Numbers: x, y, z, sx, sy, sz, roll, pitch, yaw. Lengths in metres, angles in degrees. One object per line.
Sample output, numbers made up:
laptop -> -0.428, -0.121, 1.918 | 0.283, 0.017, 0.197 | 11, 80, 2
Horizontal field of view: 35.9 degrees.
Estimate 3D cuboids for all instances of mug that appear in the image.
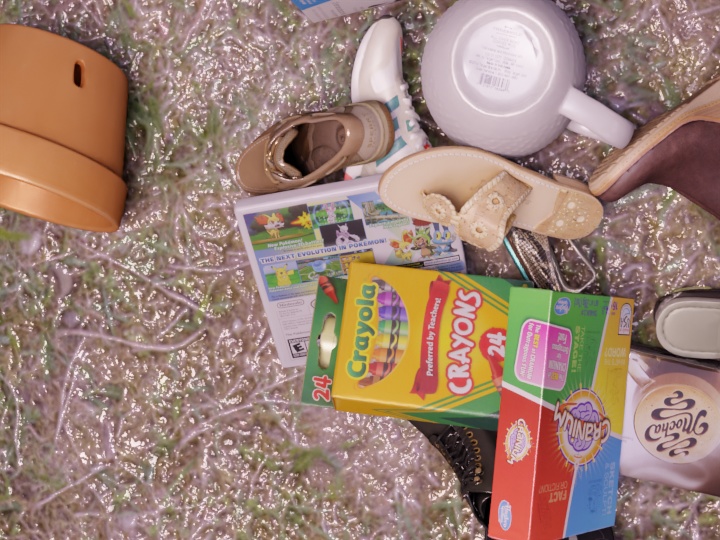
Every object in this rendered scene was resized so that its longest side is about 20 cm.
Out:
mug -> 0.146, -0.161, 0.965 | 0.198, 0.175, 0.149 | 28, 98, 4

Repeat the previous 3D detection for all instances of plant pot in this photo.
plant pot -> -0.299, -0.134, 1.030 | 0.197, 0.200, 0.142 | 15, 80, 6

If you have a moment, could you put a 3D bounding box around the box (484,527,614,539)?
box -> 0.167, 0.292, 0.985 | 0.120, 0.200, 0.108 | 1, 99, 7

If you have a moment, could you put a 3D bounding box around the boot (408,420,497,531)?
boot -> 0.090, 0.158, 1.012 | 0.198, 0.138, 0.078 | 31, 113, 5

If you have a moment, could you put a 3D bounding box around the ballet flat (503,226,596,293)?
ballet flat -> 0.187, 0.025, 1.032 | 0.074, 0.068, 0.203 | -19, 88, 6

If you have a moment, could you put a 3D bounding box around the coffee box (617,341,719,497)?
coffee box -> 0.327, 0.143, 1.014 | 0.197, 0.080, 0.115 | 13, 95, 7

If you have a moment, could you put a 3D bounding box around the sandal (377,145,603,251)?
sandal -> 0.122, -0.049, 0.951 | 0.208, 0.070, 0.078 | 7, 128, -19

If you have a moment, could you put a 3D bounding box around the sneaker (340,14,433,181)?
sneaker -> 0.038, -0.128, 1.021 | 0.092, 0.070, 0.203 | 12, 107, 18

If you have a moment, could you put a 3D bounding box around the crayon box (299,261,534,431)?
crayon box -> 0.049, 0.066, 0.976 | 0.196, 0.051, 0.129 | 5, 69, 5

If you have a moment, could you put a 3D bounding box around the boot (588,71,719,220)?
boot -> 0.318, -0.072, 0.987 | 0.199, 0.072, 0.168 | -34, 94, -9

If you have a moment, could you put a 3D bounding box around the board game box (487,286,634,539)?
board game box -> 0.172, 0.119, 0.937 | 0.040, 0.152, 0.204 | 5, 90, 39

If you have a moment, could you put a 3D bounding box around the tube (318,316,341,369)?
tube -> 0.060, 0.084, 1.022 | 0.196, 0.052, 0.059 | 8, 84, 7

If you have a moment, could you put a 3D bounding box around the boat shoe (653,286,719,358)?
boat shoe -> 0.367, 0.052, 1.011 | 0.198, 0.061, 0.073 | 10, 107, 6

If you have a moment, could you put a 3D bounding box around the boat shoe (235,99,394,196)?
boat shoe -> -0.058, -0.110, 1.009 | 0.198, 0.064, 0.072 | -17, 88, 45

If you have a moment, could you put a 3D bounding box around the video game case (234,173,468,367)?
video game case -> 0.000, 0.000, 1.035 | 0.196, 0.022, 0.185 | -9, 122, 8

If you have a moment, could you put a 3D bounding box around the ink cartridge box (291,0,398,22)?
ink cartridge box -> 0.031, -0.294, 0.984 | 0.197, 0.146, 0.087 | -11, 92, 8
